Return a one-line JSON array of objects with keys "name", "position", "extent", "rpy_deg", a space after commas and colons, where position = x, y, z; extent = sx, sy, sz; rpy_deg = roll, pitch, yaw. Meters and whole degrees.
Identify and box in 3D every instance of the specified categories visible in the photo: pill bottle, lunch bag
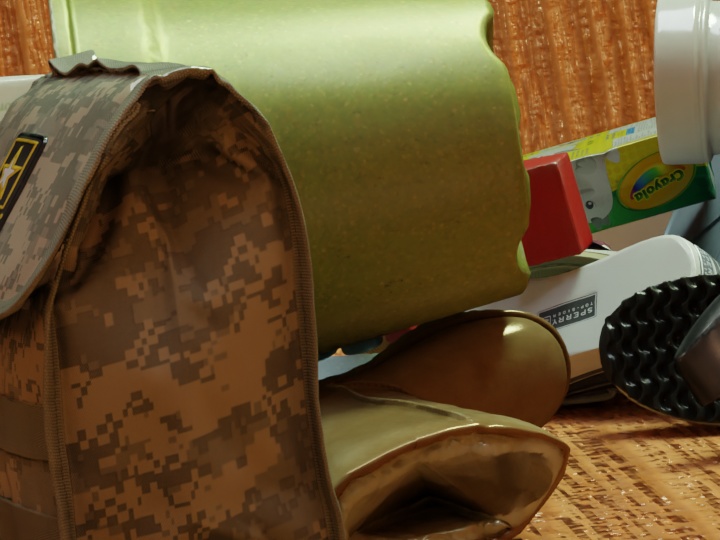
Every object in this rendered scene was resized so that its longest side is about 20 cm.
[{"name": "pill bottle", "position": [0.246, -0.095, 1.346], "extent": [0.198, 0.114, 0.113], "rpy_deg": [-1, 6, 11]}, {"name": "lunch bag", "position": [-0.085, 0.023, 0.973], "extent": [0.117, 0.202, 0.164], "rpy_deg": [-8, 6, -20]}]

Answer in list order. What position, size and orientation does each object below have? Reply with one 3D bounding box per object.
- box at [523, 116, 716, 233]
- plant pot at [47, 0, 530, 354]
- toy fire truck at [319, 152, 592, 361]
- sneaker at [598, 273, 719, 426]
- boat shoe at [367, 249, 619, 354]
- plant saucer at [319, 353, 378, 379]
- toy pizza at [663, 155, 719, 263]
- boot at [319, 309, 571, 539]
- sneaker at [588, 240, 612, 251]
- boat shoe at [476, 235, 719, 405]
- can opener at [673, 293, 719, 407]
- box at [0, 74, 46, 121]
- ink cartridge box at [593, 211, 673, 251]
[{"name": "box", "position": [0.093, -0.037, 1.494], "extent": [0.198, 0.049, 0.117], "rpy_deg": [-14, 6, 9]}, {"name": "plant pot", "position": [-0.028, -0.041, 1.156], "extent": [0.183, 0.202, 0.200], "rpy_deg": [-10, 5, -4]}, {"name": "toy fire truck", "position": [0.000, 0.000, 1.333], "extent": [0.199, 0.049, 0.141], "rpy_deg": [-12, 12, 25]}, {"name": "sneaker", "position": [0.212, 0.037, 1.252], "extent": [0.198, 0.071, 0.093], "rpy_deg": [-8, -13, 17]}, {"name": "boat shoe", "position": [0.095, 0.023, 1.444], "extent": [0.199, 0.075, 0.068], "rpy_deg": [-5, 11, 32]}, {"name": "plant saucer", "position": [-0.045, 0.073, 1.285], "extent": [0.199, 0.039, 0.201], "rpy_deg": [-8, 4, 1]}, {"name": "toy pizza", "position": [0.222, -0.035, 1.483], "extent": [0.032, 0.201, 0.200], "rpy_deg": [31, -5, -14]}, {"name": "boot", "position": [0.038, 0.069, 1.092], "extent": [0.174, 0.067, 0.200], "rpy_deg": [-22, 8, -16]}, {"name": "sneaker", "position": [0.125, 0.010, 1.550], "extent": [0.090, 0.076, 0.200], "rpy_deg": [-16, 9, -25]}, {"name": "boat shoe", "position": [0.108, 0.036, 1.361], "extent": [0.199, 0.072, 0.068], "rpy_deg": [-21, -39, 39]}, {"name": "can opener", "position": [0.228, 0.004, 1.160], "extent": [0.200, 0.079, 0.063], "rpy_deg": [-38, 10, -9]}, {"name": "box", "position": [-0.267, 0.001, 1.500], "extent": [0.198, 0.202, 0.171], "rpy_deg": [-8, 7, -24]}, {"name": "ink cartridge box", "position": [0.215, -0.024, 1.751], "extent": [0.199, 0.084, 0.145], "rpy_deg": [-12, 6, -42]}]
